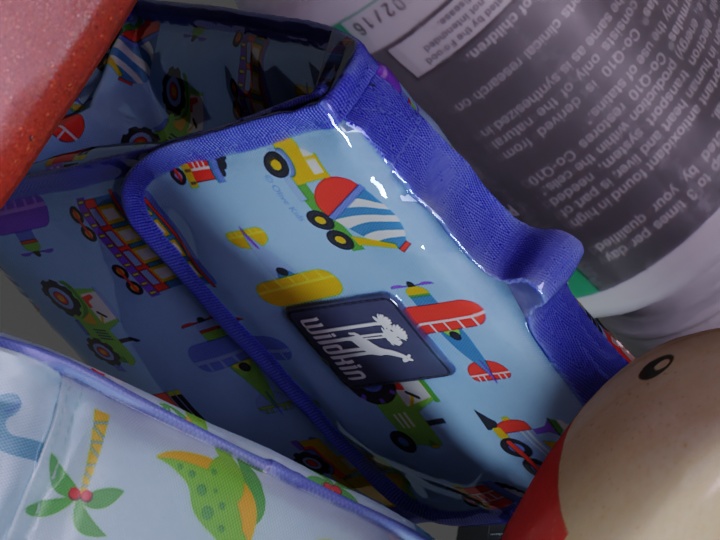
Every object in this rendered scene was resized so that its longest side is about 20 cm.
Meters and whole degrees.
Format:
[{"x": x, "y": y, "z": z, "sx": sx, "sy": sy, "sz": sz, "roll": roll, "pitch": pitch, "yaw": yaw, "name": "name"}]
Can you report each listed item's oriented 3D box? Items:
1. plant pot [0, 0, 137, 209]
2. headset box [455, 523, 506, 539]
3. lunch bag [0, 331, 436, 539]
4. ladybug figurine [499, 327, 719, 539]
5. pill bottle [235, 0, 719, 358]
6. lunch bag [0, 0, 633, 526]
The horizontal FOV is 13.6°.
[{"x": -0.130, "y": -0.145, "z": 0.726, "sx": 0.176, "sy": 0.200, "sz": 0.200, "roll": -47, "pitch": 115, "yaw": -10, "name": "plant pot"}, {"x": 0.099, "y": 0.123, "z": 0.889, "sx": 0.077, "sy": 0.148, "sz": 0.201, "roll": 29, "pitch": 65, "yaw": -46, "name": "headset box"}, {"x": -0.075, "y": 0.085, "z": 0.808, "sx": 0.200, "sy": 0.161, "sz": 0.083, "roll": 29, "pitch": 71, "yaw": -28, "name": "lunch bag"}, {"x": 0.079, "y": 0.093, "z": 0.761, "sx": 0.135, "sy": 0.072, "sz": 0.201, "roll": -10, "pitch": 130, "yaw": -34, "name": "ladybug figurine"}, {"x": 0.065, "y": -0.058, "z": 0.929, "sx": 0.200, "sy": 0.113, "sz": 0.113, "roll": 42, "pitch": 68, "yaw": -25, "name": "pill bottle"}, {"x": 0.000, "y": 0.000, "z": 0.833, "sx": 0.151, "sy": 0.200, "sz": 0.094, "roll": 50, "pitch": 64, "yaw": -22, "name": "lunch bag"}]
